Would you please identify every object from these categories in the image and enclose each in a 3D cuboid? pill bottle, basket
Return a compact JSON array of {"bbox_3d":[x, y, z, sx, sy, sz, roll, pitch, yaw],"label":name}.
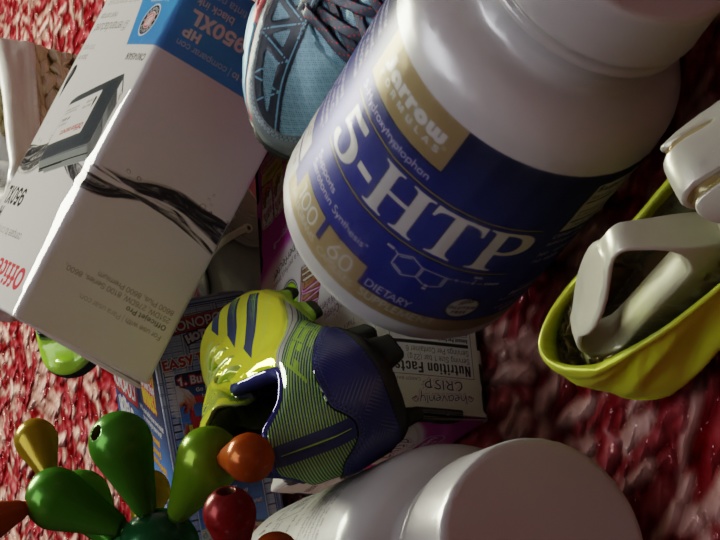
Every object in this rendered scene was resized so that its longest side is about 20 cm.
[{"bbox_3d":[0.056,-0.071,0.673,0.200,0.119,0.120,126,143,-49],"label":"pill bottle"},{"bbox_3d":[0.027,0.134,0.699,0.200,0.114,0.115,144,127,-60],"label":"pill bottle"},{"bbox_3d":[-0.220,-0.067,1.281,0.201,0.122,0.136,-110,31,-50],"label":"basket"}]

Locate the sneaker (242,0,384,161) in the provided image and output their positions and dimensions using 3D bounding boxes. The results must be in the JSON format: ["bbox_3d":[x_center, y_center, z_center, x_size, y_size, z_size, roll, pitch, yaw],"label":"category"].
[{"bbox_3d":[0.006,-0.141,0.761,0.201,0.079,0.096,-59,3,3],"label":"sneaker"}]

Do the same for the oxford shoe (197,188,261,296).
[{"bbox_3d":[-0.086,-0.023,0.999,0.075,0.058,0.201,-39,65,21],"label":"oxford shoe"}]

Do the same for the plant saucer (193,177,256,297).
[{"bbox_3d":[-0.107,-0.010,1.117,0.200,0.050,0.202,-174,90,-67],"label":"plant saucer"}]

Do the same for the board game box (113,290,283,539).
[{"bbox_3d":[-0.096,0.104,0.993,0.200,0.061,0.202,-153,56,-69],"label":"board game box"}]

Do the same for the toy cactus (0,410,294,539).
[{"bbox_3d":[-0.080,0.139,0.693,0.199,0.102,0.166,-2,112,51],"label":"toy cactus"}]

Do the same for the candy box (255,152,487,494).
[{"bbox_3d":[0.000,0.000,0.858,0.136,0.061,0.201,139,133,-57],"label":"candy box"}]

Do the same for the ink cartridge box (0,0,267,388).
[{"bbox_3d":[-0.123,-0.053,0.906,0.201,0.084,0.144,-63,25,-6],"label":"ink cartridge box"}]

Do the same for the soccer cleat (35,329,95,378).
[{"bbox_3d":[-0.152,-0.018,1.051,0.067,0.081,0.201,-9,57,24],"label":"soccer cleat"}]

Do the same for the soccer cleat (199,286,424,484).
[{"bbox_3d":[-0.046,0.052,0.756,0.200,0.083,0.065,10,122,66],"label":"soccer cleat"}]

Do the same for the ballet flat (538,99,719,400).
[{"bbox_3d":[0.122,-0.018,0.576,0.200,0.067,0.067,124,144,-47],"label":"ballet flat"}]
